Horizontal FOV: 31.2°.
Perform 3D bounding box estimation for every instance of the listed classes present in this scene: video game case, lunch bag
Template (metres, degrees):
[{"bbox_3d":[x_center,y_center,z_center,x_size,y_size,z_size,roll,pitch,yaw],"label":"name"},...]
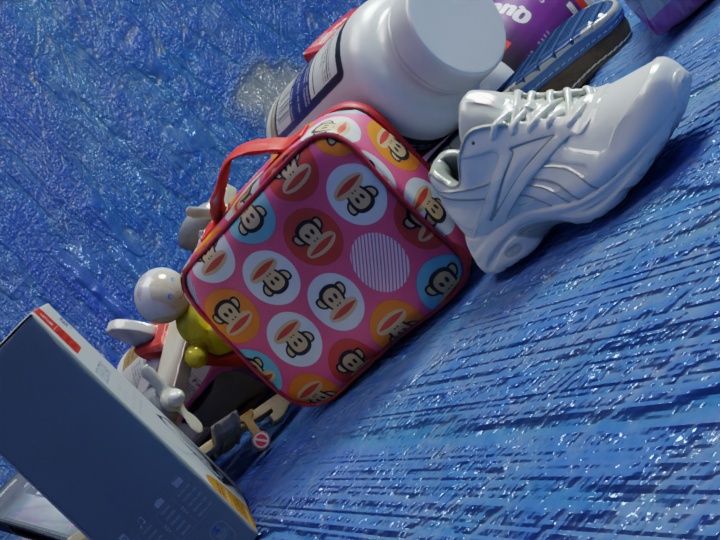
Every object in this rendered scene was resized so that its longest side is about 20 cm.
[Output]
[{"bbox_3d":[-0.229,0.180,1.116,0.198,0.019,0.143,0,38,44],"label":"video game case"},{"bbox_3d":[-0.033,-0.016,0.908,0.200,0.176,0.082,-40,12,32],"label":"lunch bag"}]

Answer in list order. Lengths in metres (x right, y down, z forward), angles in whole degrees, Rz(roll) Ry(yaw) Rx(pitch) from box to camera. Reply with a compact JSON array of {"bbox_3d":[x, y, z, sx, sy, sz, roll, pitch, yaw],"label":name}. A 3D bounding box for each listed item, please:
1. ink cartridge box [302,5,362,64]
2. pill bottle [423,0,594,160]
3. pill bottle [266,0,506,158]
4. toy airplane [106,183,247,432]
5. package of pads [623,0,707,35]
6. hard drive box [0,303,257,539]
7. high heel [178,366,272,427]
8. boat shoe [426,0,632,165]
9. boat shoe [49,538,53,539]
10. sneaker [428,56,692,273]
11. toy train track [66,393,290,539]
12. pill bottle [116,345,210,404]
[{"bbox_3d":[0.053,-0.186,1.243,0.083,0.147,0.199,-43,20,-23],"label":"ink cartridge box"},{"bbox_3d":[0.118,-0.162,1.076,0.112,0.112,0.200,-35,14,52],"label":"pill bottle"},{"bbox_3d":[0.019,-0.132,0.945,0.111,0.111,0.200,-51,9,-35],"label":"pill bottle"},{"bbox_3d":[-0.143,0.041,1.071,0.199,0.141,0.200,-44,46,7],"label":"toy airplane"},{"bbox_3d":[0.254,-0.263,1.002,0.120,0.076,0.200,-40,10,23],"label":"package of pads"},{"bbox_3d":[-0.169,0.121,0.862,0.077,0.200,0.156,-46,9,-6],"label":"hard drive box"},{"bbox_3d":[-0.123,0.132,1.145,0.200,0.067,0.097,-41,31,30],"label":"high heel"},{"bbox_3d":[0.127,-0.107,0.896,0.200,0.072,0.072,-42,8,46],"label":"boat shoe"},{"bbox_3d":[-0.241,0.240,1.131,0.070,0.071,0.200,-21,26,-18],"label":"boat shoe"},{"bbox_3d":[0.105,-0.074,0.756,0.200,0.099,0.078,-38,11,47],"label":"sneaker"},{"bbox_3d":[-0.132,0.162,0.991,0.199,0.033,0.115,-33,-12,-14],"label":"toy train track"},{"bbox_3d":[-0.141,0.075,1.242,0.200,0.114,0.115,-40,10,35],"label":"pill bottle"}]
